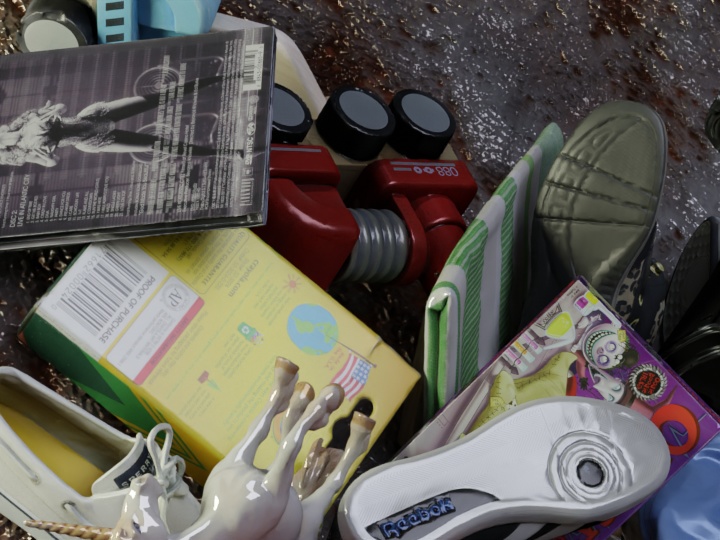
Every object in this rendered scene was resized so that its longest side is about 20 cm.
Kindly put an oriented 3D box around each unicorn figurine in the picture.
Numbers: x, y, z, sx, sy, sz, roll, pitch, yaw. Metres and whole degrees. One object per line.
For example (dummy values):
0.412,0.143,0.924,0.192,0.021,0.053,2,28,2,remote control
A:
-0.057,0.114,1.122,0.074,0.138,0.200,24,-10,36,unicorn figurine

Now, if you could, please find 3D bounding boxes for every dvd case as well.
-0.149,-0.075,1.261,0.199,0.016,0.149,-5,50,7,dvd case

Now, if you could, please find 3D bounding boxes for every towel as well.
0.086,0.021,1.354,0.023,0.153,0.200,13,36,22,towel

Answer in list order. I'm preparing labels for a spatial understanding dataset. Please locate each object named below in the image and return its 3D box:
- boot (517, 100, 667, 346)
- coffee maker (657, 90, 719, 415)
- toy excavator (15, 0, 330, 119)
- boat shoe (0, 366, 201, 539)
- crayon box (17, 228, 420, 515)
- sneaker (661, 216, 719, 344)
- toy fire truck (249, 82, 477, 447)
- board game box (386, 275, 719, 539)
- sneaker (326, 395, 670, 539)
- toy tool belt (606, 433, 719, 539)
0.159,-0.012,1.400,0.073,0.204,0.154,18,12,18,boot
0.269,0.015,1.431,0.192,0.135,0.200,27,53,14,coffee maker
-0.107,-0.158,1.378,0.199,0.195,0.100,11,45,6,toy excavator
-0.125,0.115,1.164,0.202,0.086,0.075,38,42,-6,boat shoe
-0.079,0.048,1.255,0.200,0.051,0.127,40,60,-4,crayon box
0.289,0.066,1.522,0.146,0.077,0.203,14,57,-16,sneaker
0.000,0.000,1.348,0.176,0.129,0.200,0,47,-37,toy fire truck
0.097,0.114,1.264,0.120,0.200,0.032,44,11,-1,board game box
0.067,0.132,1.226,0.199,0.112,0.073,-11,66,-22,sneaker
0.199,0.166,1.281,0.125,0.123,0.200,39,43,-5,toy tool belt
